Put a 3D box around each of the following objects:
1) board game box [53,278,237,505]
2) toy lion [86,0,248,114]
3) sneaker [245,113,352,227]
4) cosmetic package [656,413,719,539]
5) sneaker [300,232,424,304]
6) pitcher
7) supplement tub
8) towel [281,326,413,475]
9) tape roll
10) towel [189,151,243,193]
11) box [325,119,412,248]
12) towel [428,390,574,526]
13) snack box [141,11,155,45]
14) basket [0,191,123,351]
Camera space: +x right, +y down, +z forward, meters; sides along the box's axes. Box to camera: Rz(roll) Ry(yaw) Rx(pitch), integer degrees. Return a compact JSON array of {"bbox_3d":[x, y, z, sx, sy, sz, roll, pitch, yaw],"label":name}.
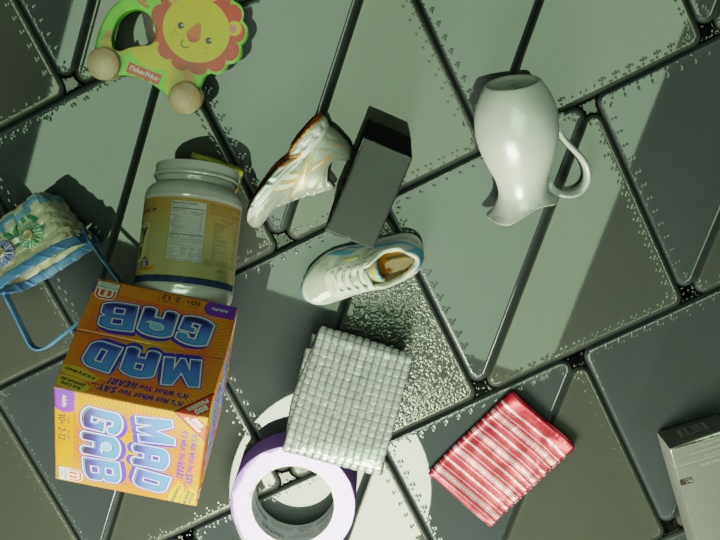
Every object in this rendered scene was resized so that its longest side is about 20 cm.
[{"bbox_3d":[-0.292,0.166,1.533,0.199,0.200,0.200,12,133,-2],"label":"board game box"},{"bbox_3d":[-0.269,-0.335,1.612,0.199,0.069,0.192,21,96,-5],"label":"toy lion"},{"bbox_3d":[-0.091,-0.131,1.676,0.092,0.076,0.200,38,103,-12],"label":"sneaker"},{"bbox_3d":[0.550,0.341,1.769,0.106,0.090,0.201,-20,100,3],"label":"cosmetic package"},{"bbox_3d":[0.000,0.000,1.701,0.199,0.081,0.077,-22,104,8],"label":"sneaker"},{"bbox_3d":[0.254,-0.184,1.639,0.171,0.121,0.201,-17,115,-14],"label":"pitcher"},{"bbox_3d":[-0.246,-0.050,1.623,0.144,0.144,0.201,5,81,0],"label":"supplement tub"},{"bbox_3d":[-0.020,0.201,1.728,0.165,0.086,0.201,14,81,6],"label":"towel"},{"bbox_3d":[-0.106,0.363,1.803,0.199,0.066,0.201,0,104,1],"label":"tape roll"},{"bbox_3d":[-0.248,-0.077,1.722,0.086,0.018,0.201,21,104,1],"label":"towel"},{"bbox_3d":[0.014,-0.128,1.605,0.079,0.200,0.142,20,105,-3],"label":"box"},{"bbox_3d":[0.227,0.304,1.802,0.145,0.022,0.200,42,102,-8],"label":"towel"},{"bbox_3d":[-0.285,-0.392,1.637,0.072,0.024,0.201,-9,104,2],"label":"snack box"},{"bbox_3d":[-0.471,-0.001,1.682,0.176,0.139,0.200,-34,91,8],"label":"basket"}]
